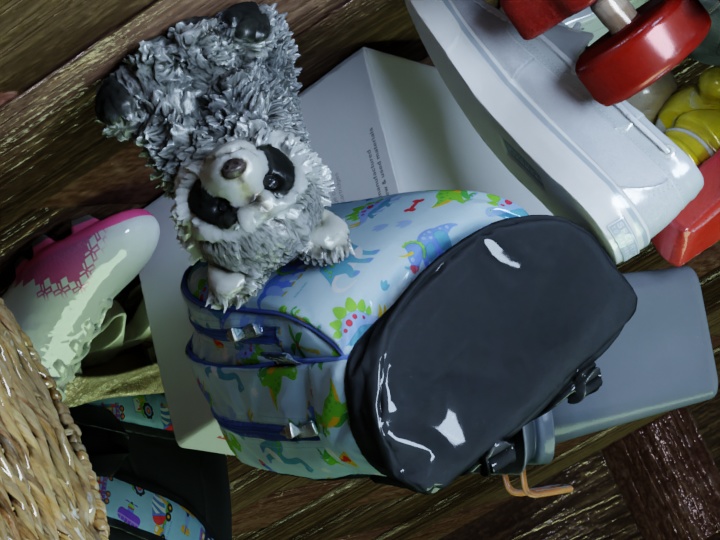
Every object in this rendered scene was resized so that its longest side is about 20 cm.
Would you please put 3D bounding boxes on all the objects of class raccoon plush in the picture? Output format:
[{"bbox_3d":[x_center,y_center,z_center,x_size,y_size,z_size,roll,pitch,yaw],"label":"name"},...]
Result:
[{"bbox_3d":[-0.040,-0.048,1.425,0.097,0.134,0.200,-31,167,20],"label":"raccoon plush"}]

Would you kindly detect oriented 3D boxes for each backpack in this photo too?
[{"bbox_3d":[0.003,0.033,1.425,0.163,0.154,0.200,-39,-174,-28],"label":"backpack"},{"bbox_3d":[-0.169,0.139,1.908,0.134,0.183,0.200,-12,160,23],"label":"backpack"}]

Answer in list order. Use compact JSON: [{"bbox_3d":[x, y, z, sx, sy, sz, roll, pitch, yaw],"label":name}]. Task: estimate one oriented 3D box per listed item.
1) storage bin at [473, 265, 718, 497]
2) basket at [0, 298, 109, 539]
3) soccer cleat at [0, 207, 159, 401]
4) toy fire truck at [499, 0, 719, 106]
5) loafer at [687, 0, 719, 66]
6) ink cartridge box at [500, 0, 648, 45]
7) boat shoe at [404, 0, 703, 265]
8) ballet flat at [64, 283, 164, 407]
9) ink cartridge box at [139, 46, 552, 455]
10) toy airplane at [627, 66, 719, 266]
[{"bbox_3d":[0.133,0.061,1.838,0.134,0.146,0.200,-10,178,-11],"label":"storage bin"},{"bbox_3d":[-0.237,0.098,1.492,0.149,0.200,0.143,-34,168,24],"label":"basket"},{"bbox_3d":[-0.174,0.039,1.649,0.200,0.086,0.070,-33,167,31],"label":"soccer cleat"},{"bbox_3d":[0.153,-0.180,1.382,0.200,0.112,0.168,-34,-170,36],"label":"toy fire truck"},{"bbox_3d":[0.203,-0.137,1.561,0.073,0.072,0.200,-61,161,4],"label":"loafer"},{"bbox_3d":[0.120,-0.128,1.665,0.099,0.039,0.200,-24,167,-11],"label":"ink cartridge box"},{"bbox_3d":[0.092,-0.086,1.441,0.069,0.200,0.072,-34,135,-7],"label":"boat shoe"},{"bbox_3d":[-0.144,0.041,1.793,0.200,0.071,0.065,-19,153,-46],"label":"ballet flat"},{"bbox_3d":[0.000,0.000,1.625,0.147,0.146,0.200,12,145,-44],"label":"ink cartridge box"},{"bbox_3d":[0.220,-0.103,1.810,0.199,0.141,0.200,-10,120,-78],"label":"toy airplane"}]
